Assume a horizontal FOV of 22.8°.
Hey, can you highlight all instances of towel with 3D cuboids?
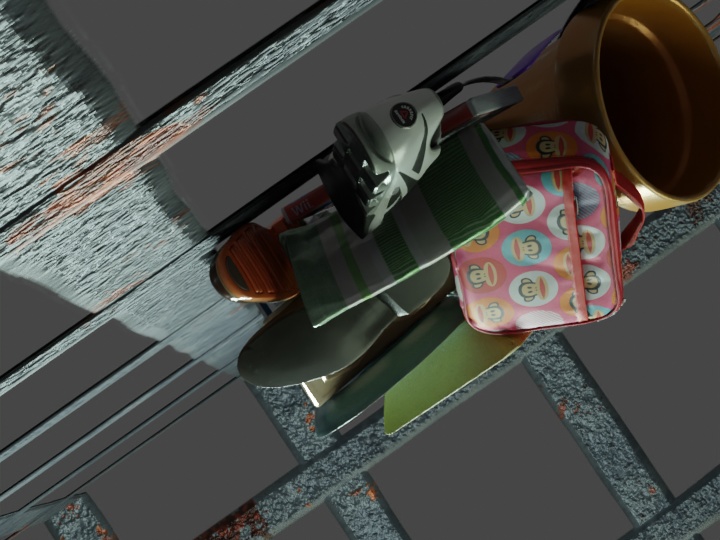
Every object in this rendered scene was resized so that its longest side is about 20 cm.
[{"bbox_3d":[0.033,-0.041,1.438,0.199,0.024,0.153,-29,-151,2],"label":"towel"}]

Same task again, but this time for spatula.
[{"bbox_3d":[0.097,-0.157,1.526,0.199,0.021,0.056,-29,179,-33],"label":"spatula"}]

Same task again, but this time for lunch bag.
[{"bbox_3d":[0.165,-0.038,1.584,0.174,0.201,0.082,-7,-137,8],"label":"lunch bag"}]

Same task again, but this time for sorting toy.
[{"bbox_3d":[0.002,0.022,1.602,0.185,0.036,0.200,-41,154,-8],"label":"sorting toy"}]

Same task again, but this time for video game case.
[{"bbox_3d":[0.038,-0.102,1.557,0.199,0.018,0.143,-29,179,23],"label":"video game case"}]

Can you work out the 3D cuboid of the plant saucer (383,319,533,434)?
[{"bbox_3d":[0.114,0.057,1.761,0.200,0.049,0.200,-38,-177,40],"label":"plant saucer"}]

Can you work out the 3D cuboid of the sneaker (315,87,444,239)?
[{"bbox_3d":[0.022,-0.084,1.369,0.088,0.074,0.200,-32,176,-15],"label":"sneaker"}]

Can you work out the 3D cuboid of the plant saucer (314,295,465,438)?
[{"bbox_3d":[0.026,0.086,1.726,0.200,0.027,0.200,-40,-178,2],"label":"plant saucer"}]

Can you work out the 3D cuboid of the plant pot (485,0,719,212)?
[{"bbox_3d":[0.218,-0.144,1.680,0.182,0.202,0.200,-15,-168,47],"label":"plant pot"}]

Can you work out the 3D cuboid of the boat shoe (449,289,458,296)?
[{"bbox_3d":[0.073,0.025,1.880,0.198,0.062,0.073,-2,166,-7],"label":"boat shoe"}]

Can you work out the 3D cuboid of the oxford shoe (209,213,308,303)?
[{"bbox_3d":[-0.092,0.003,1.511,0.073,0.072,0.200,-31,178,18],"label":"oxford shoe"}]

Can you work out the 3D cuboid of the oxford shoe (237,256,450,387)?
[{"bbox_3d":[-0.017,0.027,1.480,0.199,0.071,0.071,-33,-146,7],"label":"oxford shoe"}]

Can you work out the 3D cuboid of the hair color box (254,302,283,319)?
[{"bbox_3d":[-0.062,0.026,1.831,0.060,0.100,0.200,-34,176,5],"label":"hair color box"}]

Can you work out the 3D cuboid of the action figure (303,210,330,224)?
[{"bbox_3d":[0.000,0.000,1.744,0.069,0.130,0.200,-37,161,-7],"label":"action figure"}]
